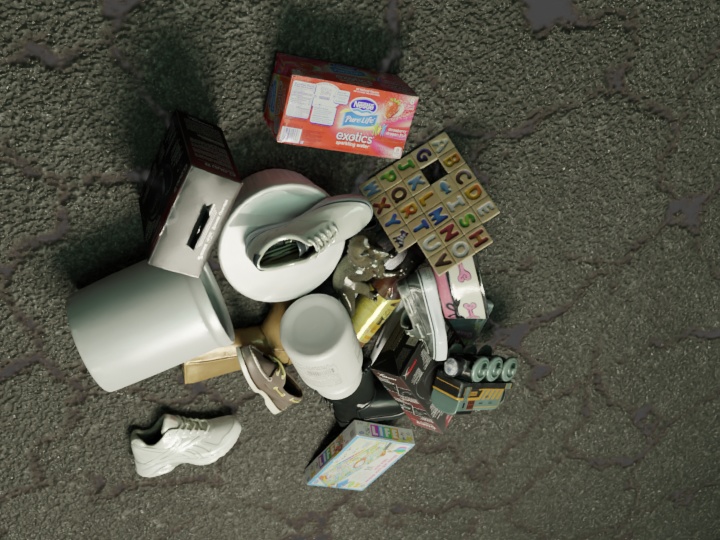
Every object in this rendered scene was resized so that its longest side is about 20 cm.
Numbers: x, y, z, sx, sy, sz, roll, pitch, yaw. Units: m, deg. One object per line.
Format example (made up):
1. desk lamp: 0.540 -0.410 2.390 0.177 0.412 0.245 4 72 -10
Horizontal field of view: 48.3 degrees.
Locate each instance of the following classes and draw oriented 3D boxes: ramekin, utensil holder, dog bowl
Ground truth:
1. ramekin: -0.128 -0.062 1.229 0.199 0.095 0.205 -11 126 -15
2. utensil holder: -0.309 0.070 1.197 0.197 0.171 0.171 -24 128 -3
3. dog bowl: 0.153 -0.011 1.323 0.073 0.202 0.202 -14 128 5

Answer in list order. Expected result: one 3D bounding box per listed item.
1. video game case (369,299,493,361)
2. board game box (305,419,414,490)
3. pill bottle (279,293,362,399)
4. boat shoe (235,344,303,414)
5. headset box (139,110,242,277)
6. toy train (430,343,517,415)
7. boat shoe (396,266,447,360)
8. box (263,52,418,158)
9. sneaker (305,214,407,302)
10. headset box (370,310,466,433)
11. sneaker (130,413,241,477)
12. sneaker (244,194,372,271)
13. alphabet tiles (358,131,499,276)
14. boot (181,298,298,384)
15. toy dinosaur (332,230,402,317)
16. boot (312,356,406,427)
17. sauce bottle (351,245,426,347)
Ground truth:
1. video game case: 0.131 0.120 1.501 0.197 0.023 0.184 10 118 -28
2. board game box: -0.004 0.363 1.561 0.133 0.035 0.200 15 134 -29
3. pill bottle: -0.056 0.132 1.305 0.113 0.115 0.201 -25 149 -4
4. boat shoe: -0.149 0.173 1.325 0.059 0.073 0.201 -21 143 2
5. headset box: -0.233 -0.101 1.083 0.076 0.201 0.150 17 114 -30
6. toy train: 0.202 0.194 1.411 0.199 0.085 0.116 9 102 -51
7. boat shoe: 0.097 0.073 1.296 0.070 0.073 0.202 -13 131 3
8. box: -0.029 -0.235 1.152 0.197 0.096 0.101 4 121 -24
9. sneaker: -0.024 -0.022 1.313 0.199 0.076 0.115 -34 128 -5
10. headset box: 0.123 0.180 1.435 0.150 0.077 0.201 -56 133 -23
11. sneaker: -0.308 0.289 1.402 0.197 0.078 0.101 -18 124 -11
12. sneaker: -0.068 -0.046 1.159 0.197 0.071 0.074 -24 127 -6
13. alphabet tiles: 0.112 -0.098 1.251 0.166 0.202 0.008 -31 158 1
14. boot: -0.199 0.106 1.331 0.197 0.066 0.178 -7 124 -17
15. toy dinosaur: 0.000 0.000 1.255 0.101 0.078 0.200 14 142 -25
16. boot: 0.017 0.209 1.463 0.195 0.074 0.164 -17 138 2
17. sauce bottle: 0.038 0.043 1.384 0.066 0.066 0.201 27 111 -33
